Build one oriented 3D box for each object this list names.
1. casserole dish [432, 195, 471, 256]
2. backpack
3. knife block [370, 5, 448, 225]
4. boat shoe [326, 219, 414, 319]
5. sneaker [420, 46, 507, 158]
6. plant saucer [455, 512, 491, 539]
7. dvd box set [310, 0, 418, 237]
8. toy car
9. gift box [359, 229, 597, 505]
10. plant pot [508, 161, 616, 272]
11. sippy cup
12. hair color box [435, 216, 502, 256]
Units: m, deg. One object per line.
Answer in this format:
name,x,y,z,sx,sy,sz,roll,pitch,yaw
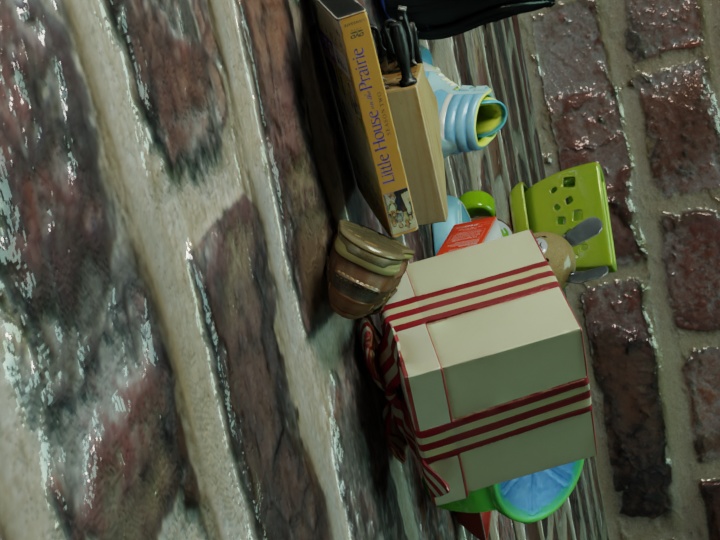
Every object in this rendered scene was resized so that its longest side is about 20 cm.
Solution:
casserole dish,0.124,-0.007,1.705,0.121,0.038,0.202,51,32,-65
backpack,0.112,-0.363,1.536,0.163,0.198,0.169,49,25,-62
knife block,0.036,-0.163,1.375,0.176,0.063,0.202,47,37,-67
boat shoe,0.000,0.000,1.141,0.200,0.071,0.068,-44,158,-83
sneaker,0.104,-0.197,1.538,0.080,0.129,0.201,66,20,-44
plant saucer,0.123,0.187,1.583,0.200,0.036,0.202,-69,149,-64
dvd box set,0.001,-0.146,1.187,0.146,0.029,0.202,-119,-167,-66
toy car,0.242,-0.019,1.856,0.158,0.198,0.165,65,21,-51
gift box,0.102,0.091,1.218,0.201,0.185,0.186,-106,-179,-58
plant pot,0.387,-0.086,2.555,0.200,0.180,0.201,16,65,-75
sippy cup,0.147,0.182,1.415,0.177,0.130,0.141,6,97,-37
hair color box,0.123,0.026,1.548,0.200,0.061,0.102,-55,130,-58
